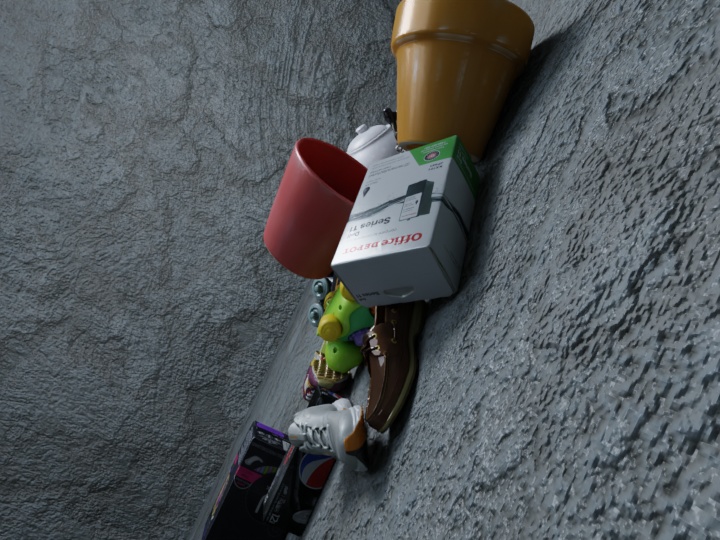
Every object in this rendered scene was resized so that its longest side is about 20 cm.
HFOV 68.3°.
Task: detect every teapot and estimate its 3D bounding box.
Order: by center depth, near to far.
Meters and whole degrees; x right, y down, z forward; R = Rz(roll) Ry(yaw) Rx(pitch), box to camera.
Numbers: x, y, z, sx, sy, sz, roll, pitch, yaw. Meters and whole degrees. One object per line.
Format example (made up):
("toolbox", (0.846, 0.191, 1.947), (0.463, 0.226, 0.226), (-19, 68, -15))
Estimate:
("teapot", (0.041, -0.259, 1.186), (0.200, 0.147, 0.196), (-43, 21, -32))

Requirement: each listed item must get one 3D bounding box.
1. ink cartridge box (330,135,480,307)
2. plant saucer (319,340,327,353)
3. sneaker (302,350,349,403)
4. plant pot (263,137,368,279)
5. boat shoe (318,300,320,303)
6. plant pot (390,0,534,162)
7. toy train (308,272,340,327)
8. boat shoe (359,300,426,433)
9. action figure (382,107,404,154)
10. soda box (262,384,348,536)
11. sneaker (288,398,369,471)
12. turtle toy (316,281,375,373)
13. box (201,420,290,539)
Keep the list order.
("ink cartridge box", (0.062, -0.063, 0.683), (0.144, 0.083, 0.202), (-11, 44, 33))
("plant saucer", (-0.051, 0.148, 1.148), (0.202, 0.031, 0.200), (-62, 8, 16))
("sneaker", (-0.066, 0.209, 0.962), (0.200, 0.074, 0.092), (-174, 102, -88))
("plant pot", (-0.068, -0.097, 0.922), (0.178, 0.198, 0.201), (-53, 12, 27))
("boat shoe", (-0.058, 0.067, 1.276), (0.073, 0.062, 0.200), (-49, -1, -29))
("plant pot", (0.129, -0.260, 0.758), (0.200, 0.196, 0.187), (-147, 69, -81))
("toy train", (-0.034, 0.042, 1.027), (0.113, 0.084, 0.204), (16, 98, 40))
("boat shoe", (0.030, 0.102, 0.656), (0.072, 0.067, 0.202), (-55, 13, 44))
("action figure", (0.106, -0.212, 0.997), (0.118, 0.101, 0.204), (-20, 79, 38))
("soda box", (-0.078, 0.284, 0.805), (0.203, 0.062, 0.071), (-66, 9, -3))
("sneaker", (-0.044, 0.207, 0.662), (0.200, 0.090, 0.077), (135, 130, -76))
("turtle toy", (-0.012, 0.075, 0.875), (0.202, 0.100, 0.146), (-62, 7, 17))
("box", (-0.172, 0.381, 0.896), (0.203, 0.121, 0.106), (-65, 9, -4))
